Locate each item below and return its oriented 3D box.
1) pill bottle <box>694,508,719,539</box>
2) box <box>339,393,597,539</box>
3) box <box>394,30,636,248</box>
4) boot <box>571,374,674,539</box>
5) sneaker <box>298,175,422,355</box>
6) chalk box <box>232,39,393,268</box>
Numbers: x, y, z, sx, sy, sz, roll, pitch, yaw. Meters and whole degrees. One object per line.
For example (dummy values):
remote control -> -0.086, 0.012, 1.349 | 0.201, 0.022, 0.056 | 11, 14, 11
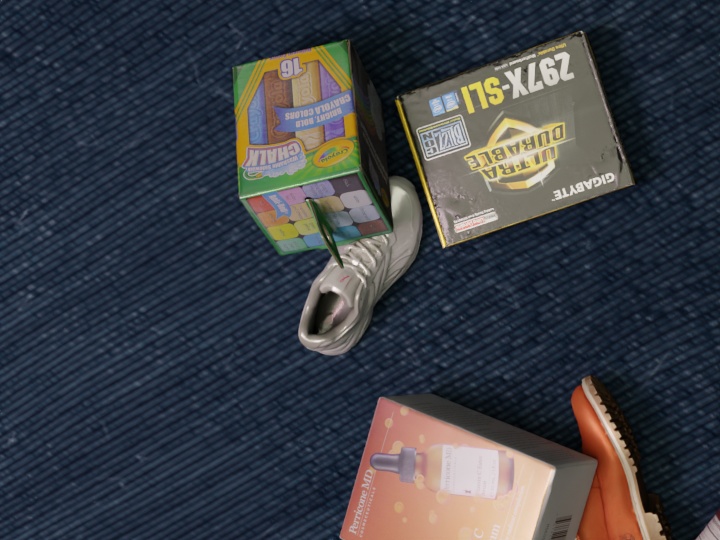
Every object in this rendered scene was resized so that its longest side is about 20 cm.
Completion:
pill bottle -> 0.365, 0.294, 1.631 | 0.114, 0.114, 0.200 | 38, 99, 7
box -> 0.104, 0.223, 1.654 | 0.200, 0.106, 0.153 | 19, 98, 30
box -> 0.153, -0.128, 1.682 | 0.199, 0.049, 0.160 | -18, 88, 12
boot -> 0.230, 0.207, 1.677 | 0.107, 0.075, 0.201 | -19, 91, 17
sneaker -> 0.000, 0.000, 1.694 | 0.078, 0.099, 0.200 | 26, 99, 9
chalk box -> -0.044, -0.098, 1.643 | 0.123, 0.125, 0.201 | -11, 59, 12
